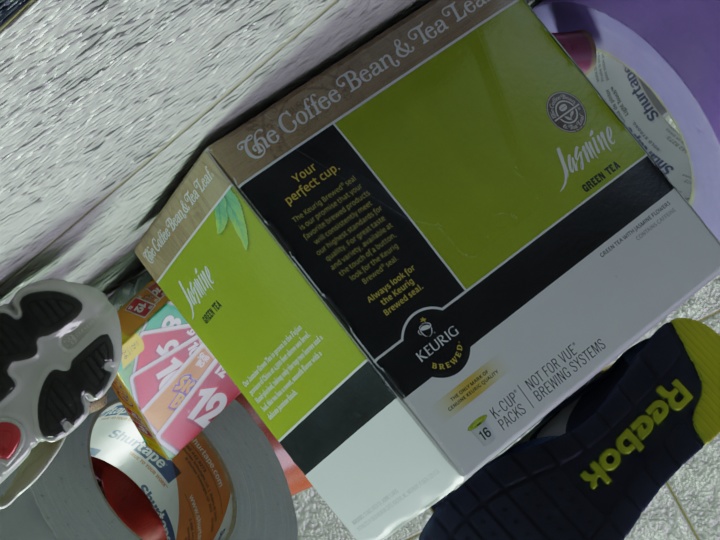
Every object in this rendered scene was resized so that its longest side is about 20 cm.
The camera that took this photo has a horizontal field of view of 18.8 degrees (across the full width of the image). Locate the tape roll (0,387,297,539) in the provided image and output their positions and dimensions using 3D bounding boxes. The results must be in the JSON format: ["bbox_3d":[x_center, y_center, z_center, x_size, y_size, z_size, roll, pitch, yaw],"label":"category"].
[{"bbox_3d":[-0.132,0.134,1.253,0.066,0.201,0.200,-40,176,34],"label":"tape roll"}]

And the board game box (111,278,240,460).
[{"bbox_3d":[-0.057,0.006,1.198,0.200,0.030,0.096,-46,140,-20],"label":"board game box"}]

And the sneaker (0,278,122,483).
[{"bbox_3d":[-0.190,0.079,0.985,0.200,0.081,0.083,-35,-172,-6],"label":"sneaker"}]

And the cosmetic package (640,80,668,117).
[{"bbox_3d":[0.188,-0.149,1.632,0.200,0.107,0.090,-38,178,-36],"label":"cosmetic package"}]

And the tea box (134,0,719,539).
[{"bbox_3d":[0.034,-0.008,1.079,0.200,0.197,0.134,-35,175,-30],"label":"tea box"}]

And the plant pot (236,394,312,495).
[{"bbox_3d":[-0.045,0.072,1.566,0.195,0.201,0.201,-27,172,-31],"label":"plant pot"}]

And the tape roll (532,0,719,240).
[{"bbox_3d":[0.195,-0.108,1.425,0.085,0.200,0.200,-37,177,-24],"label":"tape roll"}]

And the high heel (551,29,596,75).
[{"bbox_3d":[0.062,-0.107,1.412,0.096,0.068,0.200,-10,161,-33],"label":"high heel"}]

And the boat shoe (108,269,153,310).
[{"bbox_3d":[-0.060,-0.005,1.257,0.202,0.075,0.065,-24,167,-36],"label":"boat shoe"}]

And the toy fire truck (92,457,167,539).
[{"bbox_3d":[-0.135,0.197,1.403,0.112,0.200,0.168,-37,175,9],"label":"toy fire truck"}]

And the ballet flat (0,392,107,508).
[{"bbox_3d":[-0.205,0.102,1.055,0.200,0.067,0.068,-37,-150,-5],"label":"ballet flat"}]

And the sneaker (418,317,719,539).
[{"bbox_3d":[0.106,0.106,1.087,0.200,0.074,0.082,-35,178,-22],"label":"sneaker"}]
